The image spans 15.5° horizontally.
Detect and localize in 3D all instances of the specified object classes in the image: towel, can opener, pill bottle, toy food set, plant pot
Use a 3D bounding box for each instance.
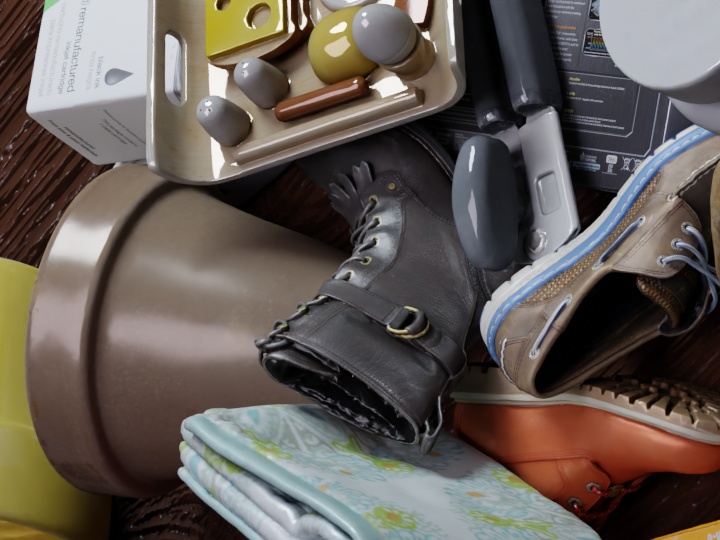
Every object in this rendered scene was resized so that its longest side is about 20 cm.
[{"bbox_3d":[0.018,0.121,1.371,0.200,0.171,0.048,33,114,51],"label":"towel"},{"bbox_3d":[0.078,-0.097,1.439,0.053,0.066,0.200,-24,64,40],"label":"can opener"},{"bbox_3d":[0.211,-0.109,1.282,0.110,0.200,0.110,-11,73,40],"label":"pill bottle"},{"bbox_3d":[-0.032,-0.142,1.471,0.200,0.060,0.144,-16,60,26],"label":"toy food set"},{"bbox_3d":[-0.074,0.045,1.557,0.175,0.200,0.200,8,90,27],"label":"plant pot"},{"bbox_3d":[-0.255,0.100,1.710,0.201,0.201,0.189,-19,57,40],"label":"plant pot"}]

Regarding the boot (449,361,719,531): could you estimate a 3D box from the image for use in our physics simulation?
[{"bbox_3d":[0.127,0.107,1.428,0.200,0.075,0.107,2,90,51],"label":"boot"}]

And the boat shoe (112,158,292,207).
[{"bbox_3d":[-0.125,-0.059,1.683,0.200,0.072,0.066,-37,56,32],"label":"boat shoe"}]

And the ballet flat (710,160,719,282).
[{"bbox_3d":[0.210,0.024,1.333,0.068,0.200,0.072,-18,28,2],"label":"ballet flat"}]

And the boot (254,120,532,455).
[{"bbox_3d":[0.000,0.000,1.456,0.200,0.174,0.069,32,140,21],"label":"boot"}]

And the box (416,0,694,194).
[{"bbox_3d":[0.114,-0.126,1.482,0.200,0.048,0.158,10,91,43],"label":"box"}]

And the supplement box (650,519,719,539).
[{"bbox_3d":[0.191,0.231,1.343,0.126,0.074,0.200,-22,70,40],"label":"supplement box"}]

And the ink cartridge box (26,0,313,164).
[{"bbox_3d":[-0.089,-0.154,1.606,0.200,0.084,0.146,-7,64,29],"label":"ink cartridge box"}]

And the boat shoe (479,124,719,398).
[{"bbox_3d":[0.157,-0.001,1.379,0.200,0.072,0.072,-41,34,11],"label":"boat shoe"}]
